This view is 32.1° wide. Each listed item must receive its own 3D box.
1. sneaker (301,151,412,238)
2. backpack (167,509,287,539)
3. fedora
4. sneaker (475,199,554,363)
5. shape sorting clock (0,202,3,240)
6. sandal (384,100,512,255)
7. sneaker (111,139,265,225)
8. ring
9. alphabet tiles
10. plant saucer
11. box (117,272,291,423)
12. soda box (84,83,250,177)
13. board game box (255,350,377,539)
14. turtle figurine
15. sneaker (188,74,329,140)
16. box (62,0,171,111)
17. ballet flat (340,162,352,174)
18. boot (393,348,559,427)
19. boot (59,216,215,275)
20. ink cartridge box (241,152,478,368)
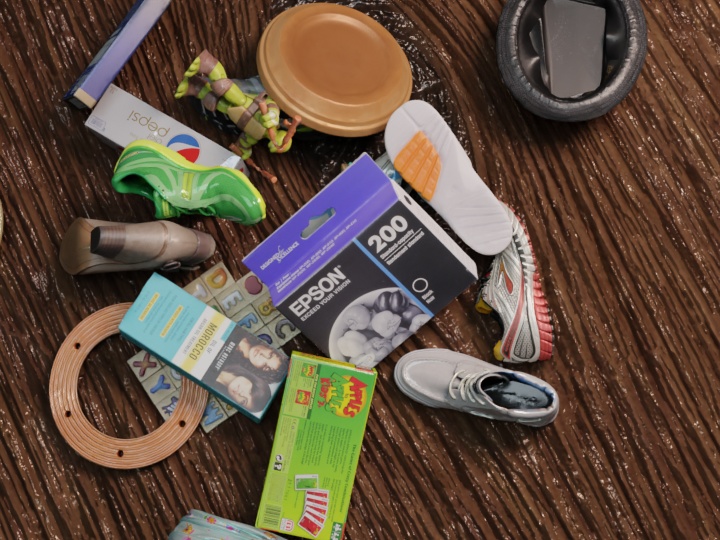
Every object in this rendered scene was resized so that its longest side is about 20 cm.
[{"bbox_3d":[0.012,-0.088,1.514,0.199,0.072,0.073,-37,63,-3],"label":"sneaker"},{"bbox_3d":[-0.130,0.351,1.396,0.198,0.167,0.127,16,59,12],"label":"backpack"},{"bbox_3d":[0.254,-0.267,1.522,0.198,0.092,0.203,-1,77,5],"label":"fedora"},{"bbox_3d":[0.171,0.012,1.474,0.081,0.078,0.202,-12,76,4],"label":"sneaker"},{"bbox_3d":[-0.545,-0.054,1.577,0.198,0.039,0.202,-1,78,5],"label":"shape sorting clock"},{"bbox_3d":[0.101,-0.102,1.472,0.079,0.059,0.207,-36,85,3],"label":"sandal"},{"bbox_3d":[-0.201,-0.086,1.459,0.198,0.074,0.084,19,56,17],"label":"sneaker"},{"bbox_3d":[-0.279,0.139,1.512,0.198,0.019,0.202,-1,77,5],"label":"ring"},{"bbox_3d":[-0.178,0.092,1.525,0.199,0.006,0.167,-35,76,-3],"label":"alphabet tiles"},{"bbox_3d":[-0.027,-0.254,1.529,0.198,0.038,0.202,10,57,-15],"label":"plant saucer"},{"bbox_3d":[-0.181,0.092,1.479,0.199,0.049,0.083,32,77,3],"label":"box"},{"bbox_3d":[-0.240,-0.151,1.556,0.199,0.068,0.064,31,82,11],"label":"soda box"},{"bbox_3d":[-0.051,0.203,1.437,0.101,0.048,0.202,12,91,-3],"label":"board game box"},{"bbox_3d":[-0.135,-0.191,1.478,0.161,0.200,0.065,38,72,-6],"label":"turtle figurine"},{"bbox_3d":[-0.121,-0.218,1.568,0.198,0.074,0.081,11,59,8],"label":"sneaker"},{"bbox_3d":[-0.297,-0.288,1.568,0.032,0.121,0.201,36,83,-19],"label":"box"},{"bbox_3d":[0.021,-0.034,1.476,0.072,0.068,0.200,-36,113,12],"label":"ballet flat"},{"bbox_3d":[0.133,0.129,1.440,0.198,0.096,0.074,11,78,8],"label":"boot"},{"bbox_3d":[-0.269,-0.024,1.515,0.145,0.199,0.071,6,85,-29],"label":"boot"},{"bbox_3d":[0.000,0.000,1.430,0.198,0.043,0.200,-41,113,14],"label":"ink cartridge box"}]
